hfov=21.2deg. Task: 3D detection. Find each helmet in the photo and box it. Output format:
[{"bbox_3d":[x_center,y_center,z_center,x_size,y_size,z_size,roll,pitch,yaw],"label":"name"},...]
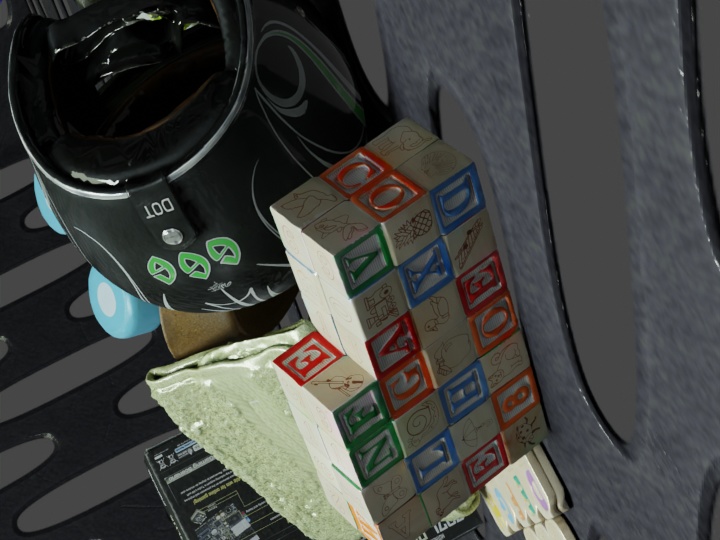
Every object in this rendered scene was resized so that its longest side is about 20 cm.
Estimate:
[{"bbox_3d":[-0.087,-0.075,1.069,0.200,0.200,0.191,58,-174,29],"label":"helmet"}]

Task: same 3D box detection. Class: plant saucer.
[{"bbox_3d":[-0.068,-0.028,1.251,0.035,0.201,0.201,15,150,19],"label":"plant saucer"}]

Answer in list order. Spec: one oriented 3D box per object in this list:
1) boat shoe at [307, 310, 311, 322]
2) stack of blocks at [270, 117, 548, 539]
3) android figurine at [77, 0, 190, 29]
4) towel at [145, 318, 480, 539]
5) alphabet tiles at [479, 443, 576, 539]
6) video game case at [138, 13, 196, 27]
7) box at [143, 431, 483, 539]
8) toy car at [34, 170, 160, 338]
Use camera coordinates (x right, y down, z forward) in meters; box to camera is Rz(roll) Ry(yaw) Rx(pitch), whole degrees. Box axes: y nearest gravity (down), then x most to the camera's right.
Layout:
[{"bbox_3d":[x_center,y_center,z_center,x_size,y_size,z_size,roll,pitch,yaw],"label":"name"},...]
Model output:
[{"bbox_3d":[0.000,0.000,1.183,0.064,0.070,0.200,62,163,5],"label":"boat shoe"},{"bbox_3d":[0.018,0.038,0.981,0.059,0.115,0.201,37,155,44],"label":"stack of blocks"},{"bbox_3d":[-0.149,-0.232,1.154,0.182,0.041,0.200,48,-151,-20],"label":"android figurine"},{"bbox_3d":[-0.030,0.110,1.236,0.200,0.148,0.037,45,-136,-31],"label":"towel"},{"bbox_3d":[0.083,0.111,1.174,0.196,0.015,0.200,62,171,8],"label":"alphabet tiles"},{"bbox_3d":[-0.188,-0.220,1.317,0.199,0.024,0.182,27,-164,-21],"label":"video game case"},{"bbox_3d":[-0.037,0.163,1.417,0.164,0.199,0.086,61,170,6],"label":"box"},{"bbox_3d":[-0.100,-0.074,1.361,0.177,0.184,0.200,60,142,18],"label":"toy car"}]
